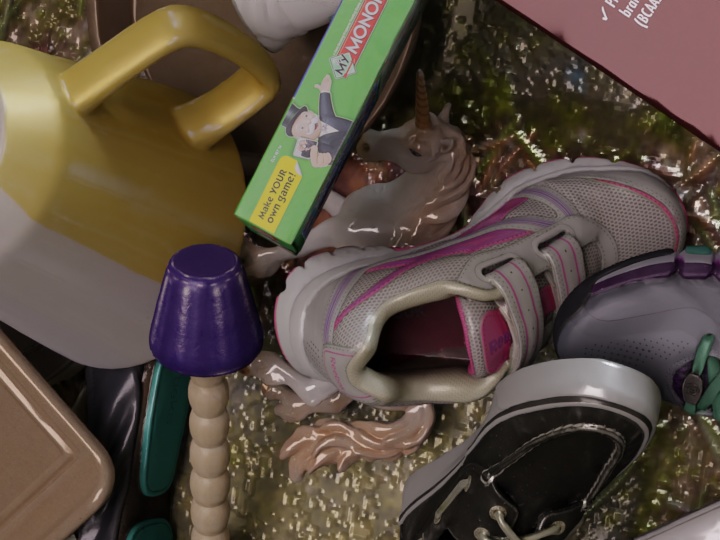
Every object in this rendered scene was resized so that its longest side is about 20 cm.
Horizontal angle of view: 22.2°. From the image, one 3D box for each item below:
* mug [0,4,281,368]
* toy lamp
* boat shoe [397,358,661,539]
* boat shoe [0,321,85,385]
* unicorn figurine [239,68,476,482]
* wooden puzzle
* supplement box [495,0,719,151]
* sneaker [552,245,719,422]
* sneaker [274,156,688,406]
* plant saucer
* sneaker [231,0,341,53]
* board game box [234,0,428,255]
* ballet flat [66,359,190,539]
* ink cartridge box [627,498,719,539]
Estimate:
[{"bbox_3d":[-0.149,-0.056,0.893,0.149,0.153,0.188,27,92,32],"label":"mug"},{"bbox_3d":[-0.075,0.081,0.911,0.058,0.058,0.202,16,124,24],"label":"toy lamp"},{"bbox_3d":[0.073,0.103,0.826,0.200,0.070,0.064,128,157,-55],"label":"boat shoe"},{"bbox_3d":[-0.221,0.039,1.018,0.199,0.068,0.073,-19,83,25],"label":"boat shoe"},{"bbox_3d":[0.000,0.000,0.918,0.136,0.074,0.202,-6,105,25],"label":"unicorn figurine"},{"bbox_3d":[-0.235,0.080,0.980,0.185,0.037,0.200,-41,86,34],"label":"wooden puzzle"},{"bbox_3d":[0.181,-0.154,0.775,0.199,0.133,0.198,36,106,14],"label":"supplement box"},{"bbox_3d":[0.181,0.043,0.775,0.198,0.088,0.075,2,130,3],"label":"sneaker"},{"bbox_3d":[0.064,0.015,0.837,0.199,0.088,0.082,-23,116,-5],"label":"sneaker"},{"bbox_3d":[-0.054,-0.143,0.957,0.198,0.029,0.202,0,90,25],"label":"plant saucer"},{"bbox_3d":[-0.051,-0.213,0.895,0.080,0.070,0.202,-21,102,13],"label":"sneaker"},{"bbox_3d":[0.006,-0.104,0.790,0.029,0.135,0.201,27,88,1],"label":"board game box"},{"bbox_3d":[-0.132,0.125,0.979,0.072,0.073,0.202,5,87,25],"label":"ballet flat"},{"bbox_3d":[0.157,0.188,0.830,0.199,0.086,0.147,-29,79,25],"label":"ink cartridge box"}]
